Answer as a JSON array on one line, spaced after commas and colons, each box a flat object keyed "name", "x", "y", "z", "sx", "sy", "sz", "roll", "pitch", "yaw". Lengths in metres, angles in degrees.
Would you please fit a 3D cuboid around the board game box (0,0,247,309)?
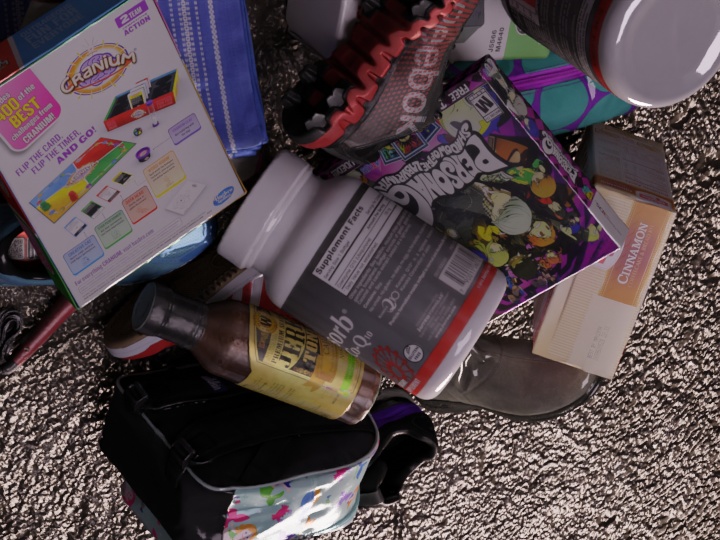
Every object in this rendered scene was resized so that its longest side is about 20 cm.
[{"name": "board game box", "x": -0.180, "y": -0.090, "z": 1.406, "sx": 0.153, "sy": 0.040, "sz": 0.200, "roll": -35, "pitch": 134, "yaw": -14}]

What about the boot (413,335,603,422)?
[{"name": "boot", "x": 0.096, "y": 0.072, "z": 1.717, "sx": 0.131, "sy": 0.200, "sz": 0.068, "roll": 44, "pitch": 51, "yaw": -44}]

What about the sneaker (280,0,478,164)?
[{"name": "sneaker", "x": 0.034, "y": -0.158, "z": 1.500, "sx": 0.200, "sy": 0.071, "sz": 0.098, "roll": -49, "pitch": 130, "yaw": 8}]

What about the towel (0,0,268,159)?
[{"name": "towel", "x": -0.167, "y": -0.148, "z": 1.478, "sx": 0.200, "sy": 0.024, "sz": 0.145, "roll": -7, "pitch": 87, "yaw": -28}]

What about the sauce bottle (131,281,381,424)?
[{"name": "sauce bottle", "x": -0.080, "y": 0.062, "z": 1.571, "sx": 0.200, "sy": 0.065, "sz": 0.065, "roll": 21, "pitch": 105, "yaw": -25}]

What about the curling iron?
[{"name": "curling iron", "x": -0.221, "y": 0.008, "z": 1.579, "sx": 0.200, "sy": 0.026, "sz": 0.050, "roll": -40, "pitch": 132, "yaw": -5}]

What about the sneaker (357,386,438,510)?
[{"name": "sneaker", "x": -0.019, "y": 0.180, "z": 1.756, "sx": 0.200, "sy": 0.100, "sz": 0.070, "roll": -33, "pitch": 127, "yaw": -12}]

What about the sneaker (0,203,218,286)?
[{"name": "sneaker", "x": -0.197, "y": -0.017, "z": 1.523, "sx": 0.200, "sy": 0.090, "sz": 0.078, "roll": -10, "pitch": 103, "yaw": -24}]

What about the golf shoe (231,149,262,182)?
[{"name": "golf shoe", "x": -0.161, "y": -0.101, "z": 1.524, "sx": 0.200, "sy": 0.075, "sz": 0.092, "roll": -4, "pitch": 115, "yaw": -31}]

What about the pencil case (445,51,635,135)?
[{"name": "pencil case", "x": 0.135, "y": -0.145, "z": 1.659, "sx": 0.200, "sy": 0.092, "sz": 0.085, "roll": -18, "pitch": 83, "yaw": -29}]

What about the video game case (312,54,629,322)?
[{"name": "video game case", "x": 0.078, "y": -0.047, "z": 1.591, "sx": 0.200, "sy": 0.036, "sz": 0.181, "roll": -31, "pitch": 107, "yaw": 32}]

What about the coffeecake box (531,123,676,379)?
[{"name": "coffeecake box", "x": 0.202, "y": -0.022, "z": 1.706, "sx": 0.073, "sy": 0.200, "sz": 0.154, "roll": 18, "pitch": 110, "yaw": -1}]

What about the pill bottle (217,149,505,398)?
[{"name": "pill bottle", "x": 0.000, "y": 0.000, "z": 1.547, "sx": 0.200, "sy": 0.116, "sz": 0.116, "roll": 33, "pitch": 100, "yaw": 0}]

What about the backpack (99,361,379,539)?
[{"name": "backpack", "x": -0.091, "y": 0.152, "z": 1.649, "sx": 0.200, "sy": 0.178, "sz": 0.151, "roll": -16, "pitch": 132, "yaw": -34}]

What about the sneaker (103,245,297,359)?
[{"name": "sneaker", "x": -0.105, "y": 0.039, "z": 1.641, "sx": 0.200, "sy": 0.071, "sz": 0.113, "roll": -33, "pitch": 126, "yaw": -14}]

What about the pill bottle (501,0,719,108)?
[{"name": "pill bottle", "x": 0.171, "y": -0.206, "z": 1.469, "sx": 0.116, "sy": 0.200, "sz": 0.116, "roll": -16, "pitch": 125, "yaw": -24}]

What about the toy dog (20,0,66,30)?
[{"name": "toy dog", "x": -0.195, "y": -0.235, "z": 1.412, "sx": 0.200, "sy": 0.132, "sz": 0.096, "roll": -57, "pitch": 167, "yaw": 15}]

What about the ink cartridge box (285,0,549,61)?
[{"name": "ink cartridge box", "x": 0.055, "y": -0.240, "z": 1.564, "sx": 0.200, "sy": 0.084, "sz": 0.146, "roll": -6, "pitch": 120, "yaw": -28}]
